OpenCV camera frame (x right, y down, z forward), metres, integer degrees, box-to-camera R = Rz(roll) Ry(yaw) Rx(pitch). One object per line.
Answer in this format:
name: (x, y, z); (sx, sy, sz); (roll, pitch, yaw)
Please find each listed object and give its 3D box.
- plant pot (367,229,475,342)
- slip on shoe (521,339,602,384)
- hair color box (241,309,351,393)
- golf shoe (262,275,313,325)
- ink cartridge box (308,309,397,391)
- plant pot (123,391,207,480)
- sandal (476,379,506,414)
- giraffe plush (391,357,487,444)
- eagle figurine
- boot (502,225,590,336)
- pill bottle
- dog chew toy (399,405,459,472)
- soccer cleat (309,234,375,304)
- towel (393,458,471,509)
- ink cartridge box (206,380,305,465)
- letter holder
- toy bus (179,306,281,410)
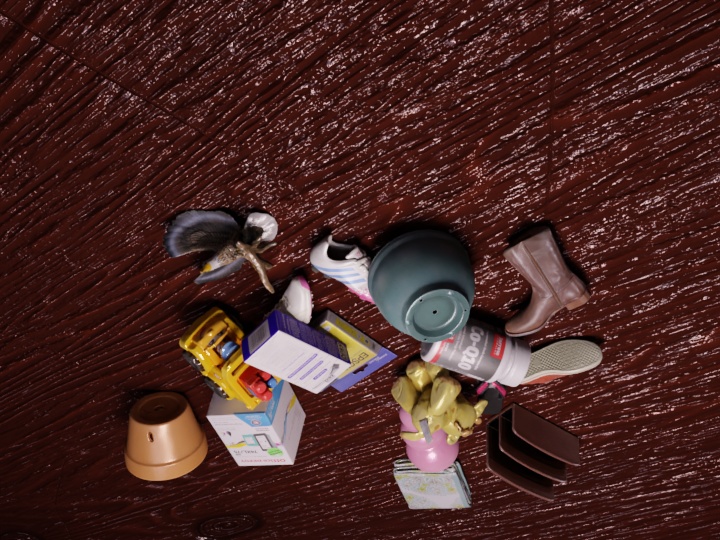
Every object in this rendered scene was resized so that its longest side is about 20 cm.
plant pot: (0.123, 0.046, 1.350); (0.200, 0.134, 0.201); (-6, 126, -9)
slip on shoe: (0.402, 0.193, 1.531); (0.200, 0.074, 0.061); (-22, 148, 26)
hair color box: (-0.129, 0.167, 1.501); (0.109, 0.065, 0.200); (-41, 128, 22)
golf shoe: (-0.154, 0.095, 1.508); (0.091, 0.075, 0.200); (-8, 134, -30)
ink cartridge box: (-0.058, 0.193, 1.627); (0.200, 0.047, 0.198); (37, 128, -20)
plant pot: (-0.478, 0.390, 1.801); (0.200, 0.200, 0.140); (3, 117, 7)
sandal: (0.288, 0.264, 1.627); (0.075, 0.045, 0.200); (1, 133, 11)
giraffe plush: (0.184, 0.292, 1.594); (0.162, 0.200, 0.172); (22, 141, -36)
eagle figurine: (-0.263, -0.038, 1.413); (0.200, 0.151, 0.152); (8, 97, 44)
boot: (0.307, 0.020, 1.381); (0.186, 0.064, 0.200); (-33, 124, 18)
pill bottle: (0.232, 0.157, 1.490); (0.200, 0.114, 0.114); (19, 133, -8)
dog chew toy: (0.150, 0.369, 1.707); (0.124, 0.125, 0.200); (-12, 121, 21)
soccer cleat: (0.000, 0.000, 1.415); (0.200, 0.070, 0.086); (25, 132, -13)
towel: (0.187, 0.554, 1.920); (0.171, 0.048, 0.200); (-5, 132, 19)
ink cartridge box: (-0.237, 0.337, 1.723); (0.146, 0.146, 0.200); (-6, 132, 16)
letter holder: (0.393, 0.419, 1.687); (0.200, 0.142, 0.101); (30, 131, -17)
toy bus: (-0.255, 0.195, 1.545); (0.192, 0.136, 0.200); (20, 149, 51)
